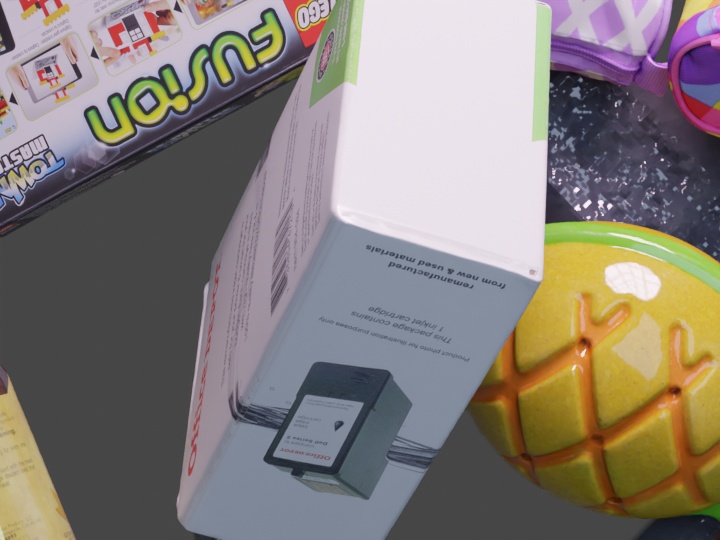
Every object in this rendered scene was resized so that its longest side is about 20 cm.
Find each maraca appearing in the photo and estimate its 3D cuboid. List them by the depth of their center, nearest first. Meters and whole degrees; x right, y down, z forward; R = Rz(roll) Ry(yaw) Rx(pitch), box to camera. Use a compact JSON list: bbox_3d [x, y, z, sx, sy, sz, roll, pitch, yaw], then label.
[{"bbox_3d":[0.129,0.052,1.117,0.199,0.138,0.107,25,40,2],"label":"maraca"}]

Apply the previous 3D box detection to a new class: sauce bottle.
[{"bbox_3d":[-0.167,0.067,1.095,0.066,0.066,0.201,-20,87,-12],"label":"sauce bottle"}]

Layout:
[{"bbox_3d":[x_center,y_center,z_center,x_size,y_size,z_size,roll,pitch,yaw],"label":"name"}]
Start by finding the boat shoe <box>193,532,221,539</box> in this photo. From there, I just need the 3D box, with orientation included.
[{"bbox_3d":[-0.022,0.181,1.104,0.072,0.062,0.201,-16,85,-11],"label":"boat shoe"}]

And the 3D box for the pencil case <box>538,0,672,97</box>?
[{"bbox_3d":[0.036,-0.128,1.145,0.199,0.084,0.086,5,52,-8],"label":"pencil case"}]

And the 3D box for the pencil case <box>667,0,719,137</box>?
[{"bbox_3d":[0.187,-0.149,1.146,0.088,0.088,0.201,19,58,-6],"label":"pencil case"}]

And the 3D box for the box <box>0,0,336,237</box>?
[{"bbox_3d":[-0.098,-0.104,1.099,0.199,0.035,0.111,-26,87,18],"label":"box"}]

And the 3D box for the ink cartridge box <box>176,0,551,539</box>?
[{"bbox_3d":[0.000,0.000,1.042,0.084,0.200,0.146,16,48,-12],"label":"ink cartridge box"}]
